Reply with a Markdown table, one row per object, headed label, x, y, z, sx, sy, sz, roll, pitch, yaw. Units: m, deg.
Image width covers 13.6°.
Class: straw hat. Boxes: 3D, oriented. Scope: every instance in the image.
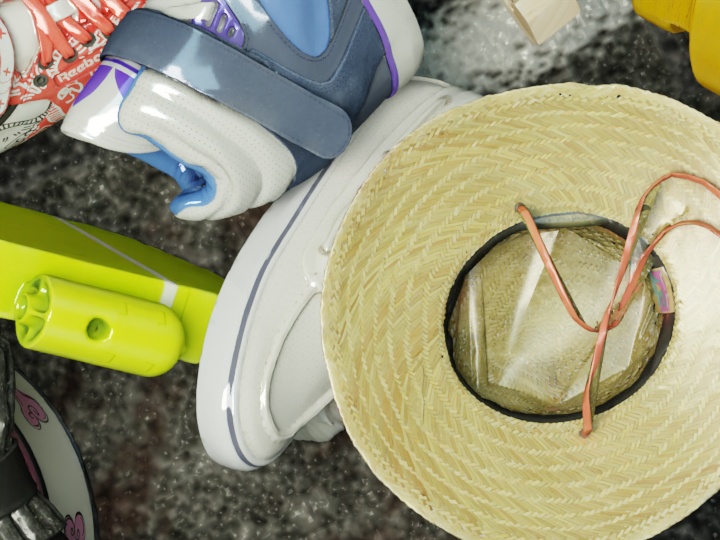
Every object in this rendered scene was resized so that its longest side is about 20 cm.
| label | x | y | z | sx | sy | sz | roll | pitch | yaw |
| --- | --- | --- | --- | --- | --- | --- | --- | --- | --- |
| straw hat | 0.079 | 0.021 | 1.231 | 0.200 | 0.085 | 0.202 | 0 | 88 | -7 |

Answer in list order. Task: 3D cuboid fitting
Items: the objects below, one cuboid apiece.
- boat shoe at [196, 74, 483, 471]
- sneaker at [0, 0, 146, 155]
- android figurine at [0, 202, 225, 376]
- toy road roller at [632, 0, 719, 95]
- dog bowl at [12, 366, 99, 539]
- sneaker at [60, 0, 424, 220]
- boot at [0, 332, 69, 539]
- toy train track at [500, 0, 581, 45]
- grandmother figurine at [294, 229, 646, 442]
| label | x | y | z | sx | sy | sz | roll | pitch | yaw |
| --- | --- | --- | --- | --- | --- | --- | --- | --- | --- |
| boat shoe | 0.000 | 0.000 | 1.261 | 0.070 | 0.071 | 0.200 | 9 | 54 | 32 |
| sneaker | -0.132 | -0.099 | 1.280 | 0.201 | 0.108 | 0.067 | -27 | 85 | 19 |
| android figurine | -0.133 | 0.002 | 1.268 | 0.199 | 0.182 | 0.041 | 17 | 95 | -34 |
| toy road roller | 0.206 | -0.126 | 1.239 | 0.146 | 0.200 | 0.123 | 33 | 123 | 32 |
| dog bowl | -0.219 | 0.120 | 1.320 | 0.199 | 0.074 | 0.201 | 0 | 87 | 5 |
| sneaker | -0.074 | -0.119 | 1.222 | 0.146 | 0.081 | 0.200 | -39 | 109 | -21 |
| boot | -0.132 | 0.103 | 1.205 | 0.210 | 0.079 | 0.159 | 1 | 96 | 24 |
| toy train track | 0.025 | -0.176 | 1.195 | 0.115 | 0.033 | 0.200 | -38 | 103 | -9 |
| grandmother figurine | 0.045 | 0.022 | 1.307 | 0.199 | 0.061 | 0.122 | -22 | 58 | 8 |
